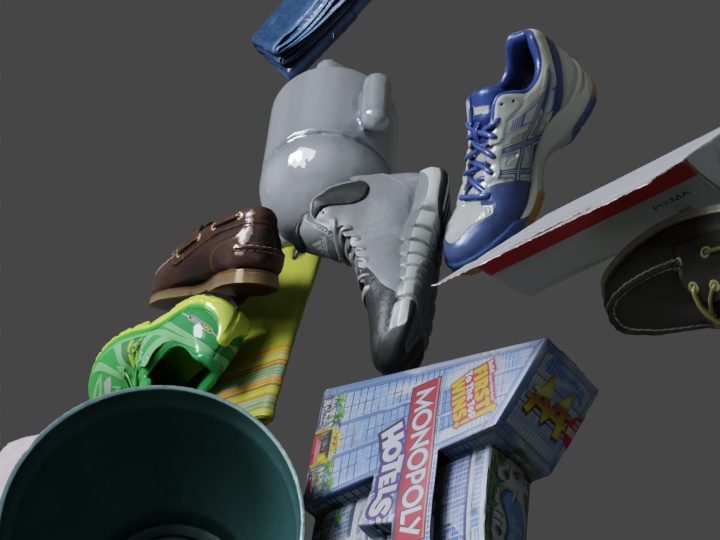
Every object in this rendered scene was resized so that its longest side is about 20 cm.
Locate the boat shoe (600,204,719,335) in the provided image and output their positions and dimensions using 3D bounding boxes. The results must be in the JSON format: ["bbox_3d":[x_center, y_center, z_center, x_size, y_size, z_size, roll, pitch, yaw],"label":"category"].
[{"bbox_3d":[0.229,-0.001,0.975,0.200,0.072,0.061,-24,32,31],"label":"boat shoe"}]

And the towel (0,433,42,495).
[{"bbox_3d":[-0.271,0.219,1.386,0.199,0.032,0.192,-17,49,44],"label":"towel"}]

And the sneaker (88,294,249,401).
[{"bbox_3d":[-0.174,0.088,1.376,0.200,0.074,0.084,-36,25,41],"label":"sneaker"}]

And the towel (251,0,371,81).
[{"bbox_3d":[-0.030,-0.291,1.707,0.200,0.049,0.112,-47,28,0],"label":"towel"}]

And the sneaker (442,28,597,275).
[{"bbox_3d":[0.101,-0.093,1.244,0.075,0.088,0.201,-2,53,50],"label":"sneaker"}]

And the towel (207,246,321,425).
[{"bbox_3d":[-0.080,0.057,1.376,0.086,0.018,0.201,-19,39,35],"label":"towel"}]

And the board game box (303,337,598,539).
[{"bbox_3d":[0.054,0.133,1.053,0.199,0.062,0.201,-28,34,32],"label":"board game box"}]

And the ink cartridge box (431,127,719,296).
[{"bbox_3d":[0.155,-0.026,1.032,0.160,0.050,0.200,-27,3,30],"label":"ink cartridge box"}]

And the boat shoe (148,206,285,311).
[{"bbox_3d":[-0.120,-0.006,1.385,0.200,0.070,0.071,-17,71,56],"label":"boat shoe"}]

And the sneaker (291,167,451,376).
[{"bbox_3d":[0.000,0.000,1.229,0.115,0.075,0.201,4,44,11],"label":"sneaker"}]

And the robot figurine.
[{"bbox_3d":[-0.025,-0.094,1.385,0.170,0.112,0.201,-53,20,37],"label":"robot figurine"}]

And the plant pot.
[{"bbox_3d":[-0.133,0.197,1.097,0.199,0.134,0.201,0,57,0],"label":"plant pot"}]
